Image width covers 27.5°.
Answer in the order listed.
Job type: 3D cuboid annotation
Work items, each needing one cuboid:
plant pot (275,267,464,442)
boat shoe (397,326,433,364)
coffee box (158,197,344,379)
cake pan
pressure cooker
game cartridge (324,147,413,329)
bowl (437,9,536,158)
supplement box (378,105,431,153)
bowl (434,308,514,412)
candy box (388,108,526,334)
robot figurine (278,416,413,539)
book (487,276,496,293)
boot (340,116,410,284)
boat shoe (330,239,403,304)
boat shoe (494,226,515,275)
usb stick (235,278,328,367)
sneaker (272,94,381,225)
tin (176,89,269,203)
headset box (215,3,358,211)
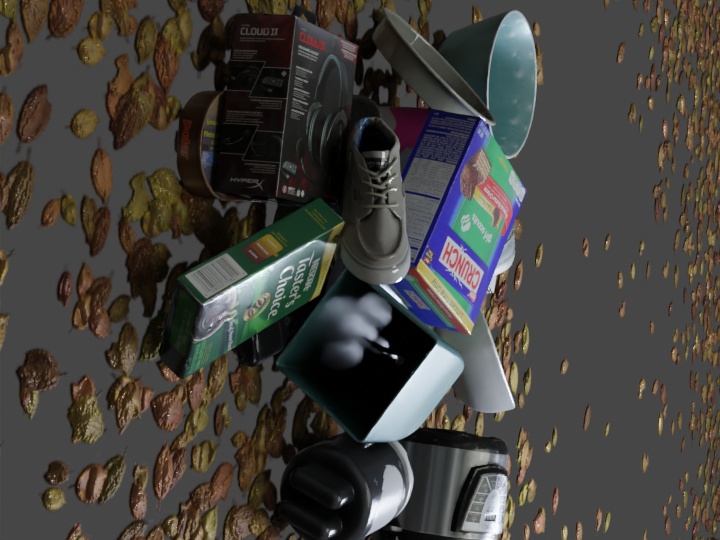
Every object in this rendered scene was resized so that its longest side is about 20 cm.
[{"bbox_3d":[0.031,0.107,1.693,0.142,0.141,0.200,-53,156,6],"label":"plant pot"},{"bbox_3d":[0.066,0.057,1.933,0.063,0.073,0.202,-25,116,-58],"label":"boat shoe"},{"bbox_3d":[-0.108,0.016,1.474,0.199,0.044,0.123,-31,154,-39],"label":"coffee box"},{"bbox_3d":[0.087,-0.242,1.826,0.037,0.201,0.200,-43,158,14],"label":"cake pan"},{"bbox_3d":[0.103,0.310,1.945,0.179,0.174,0.202,81,18,-84],"label":"pressure cooker"},{"bbox_3d":[0.037,-0.037,1.740,0.201,0.041,0.133,-61,151,-6],"label":"game cartridge"},{"bbox_3d":[0.165,-0.259,2.041,0.200,0.104,0.203,-22,115,-61],"label":"bowl"},{"bbox_3d":[0.084,-0.141,1.900,0.200,0.100,0.104,20,78,-63],"label":"supplement box"},{"bbox_3d":[0.136,0.086,2.015,0.200,0.074,0.201,-110,180,-45],"label":"bowl"},{"bbox_3d":[0.103,-0.055,1.704,0.169,0.077,0.201,48,61,-52],"label":"candy box"},{"bbox_3d":[-0.015,0.257,1.740,0.200,0.150,0.126,-11,73,-63],"label":"robot figurine"},{"bbox_3d":[0.154,-0.075,2.132,0.200,0.048,0.134,55,43,-51],"label":"book"},{"bbox_3d":[0.012,-0.077,1.504,0.201,0.073,0.096,-102,-169,-54],"label":"boot"},{"bbox_3d":[0.000,0.000,1.799,0.072,0.059,0.200,-58,147,-8],"label":"boat shoe"},{"bbox_3d":[0.137,-0.019,1.907,0.200,0.070,0.072,-30,132,-49],"label":"boat shoe"},{"bbox_3d":[-0.083,0.056,1.669,0.200,0.032,0.056,-30,115,-59],"label":"usb stick"},{"bbox_3d":[-0.038,-0.092,1.669,0.201,0.083,0.121,-61,173,-13],"label":"sneaker"},{"bbox_3d":[-0.128,-0.129,1.533,0.200,0.042,0.113,-1,99,-65],"label":"tin"},{"bbox_3d":[-0.072,-0.169,1.514,0.149,0.077,0.202,10,87,-65],"label":"headset box"}]
